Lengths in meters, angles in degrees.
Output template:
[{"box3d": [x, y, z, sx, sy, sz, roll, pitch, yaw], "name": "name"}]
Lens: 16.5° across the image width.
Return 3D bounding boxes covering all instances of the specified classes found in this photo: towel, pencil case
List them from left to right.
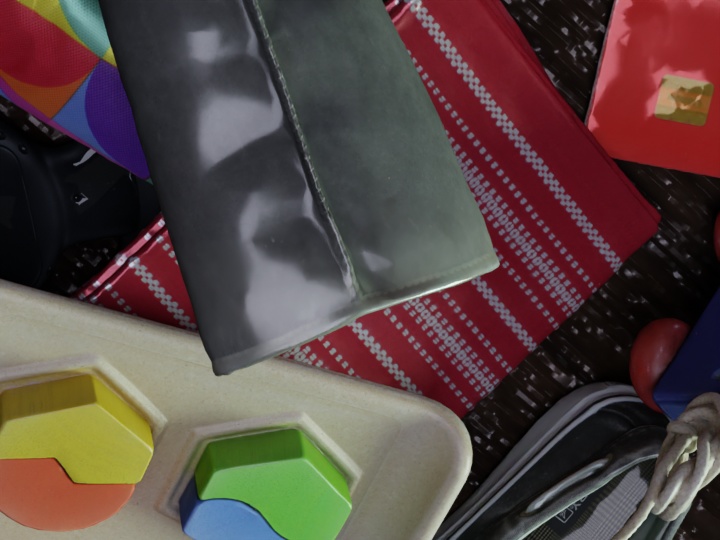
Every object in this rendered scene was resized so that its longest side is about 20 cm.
[{"box3d": [-0.085, -0.078, 0.782, 0.200, 0.088, 0.088, 35, 95, -13], "name": "pencil case"}, {"box3d": [0.000, 0.000, 0.881, 0.200, 0.022, 0.145, -43, 118, -2], "name": "towel"}]

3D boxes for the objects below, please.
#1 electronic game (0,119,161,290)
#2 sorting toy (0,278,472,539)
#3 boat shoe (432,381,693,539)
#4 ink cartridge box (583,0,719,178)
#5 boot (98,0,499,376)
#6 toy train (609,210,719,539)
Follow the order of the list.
[{"box3d": [-0.142, -0.017, 0.861, 0.200, 0.042, 0.200, -5, 106, -16], "name": "electronic game"}, {"box3d": [-0.085, 0.100, 0.864, 0.200, 0.036, 0.185, 19, 119, -16], "name": "sorting toy"}, {"box3d": [0.048, 0.127, 0.910, 0.072, 0.071, 0.200, 33, 96, -15], "name": "boat shoe"}, {"box3d": [0.194, -0.108, 0.897, 0.200, 0.045, 0.176, 9, 100, -11], "name": "ink cartridge box"}, {"box3d": [-0.064, -0.067, 0.715, 0.182, 0.073, 0.200, -15, 98, -18], "name": "boot"}, {"box3d": [0.151, 0.065, 0.872, 0.200, 0.085, 0.116, -53, 123, -34], "name": "toy train"}]
